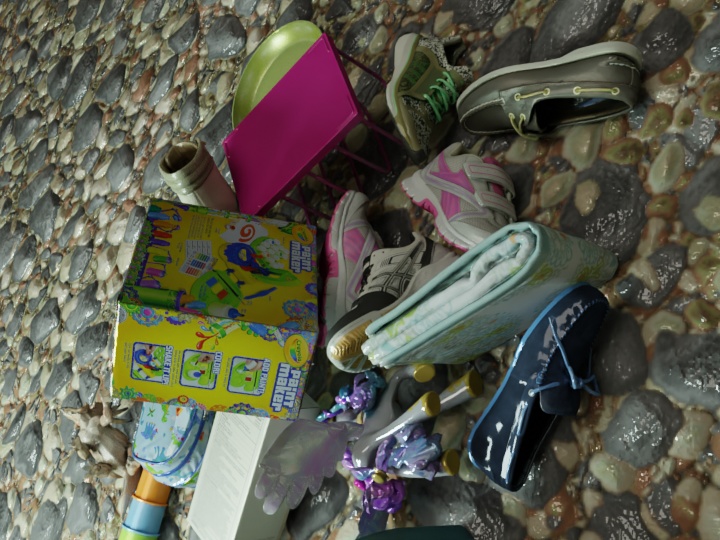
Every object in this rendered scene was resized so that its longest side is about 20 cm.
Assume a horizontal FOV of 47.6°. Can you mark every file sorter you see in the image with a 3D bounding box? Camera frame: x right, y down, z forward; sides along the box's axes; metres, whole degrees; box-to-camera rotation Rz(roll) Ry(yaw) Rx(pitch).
[{"bbox_3d":[-0.050,-0.151,1.002,0.200,0.125,0.140,-40,51,27],"label":"file sorter"}]

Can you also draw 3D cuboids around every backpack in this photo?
[{"bbox_3d":[-0.202,0.172,1.027,0.162,0.153,0.202,5,90,38],"label":"backpack"}]

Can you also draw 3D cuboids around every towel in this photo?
[{"bbox_3d":[0.116,0.027,0.736,0.199,0.170,0.049,-35,68,29],"label":"towel"}]

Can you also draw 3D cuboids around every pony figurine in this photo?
[{"bbox_3d":[0.013,0.180,0.814,0.199,0.167,0.194,-27,24,38],"label":"pony figurine"}]

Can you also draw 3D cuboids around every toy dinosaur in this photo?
[{"bbox_3d":[-0.354,0.253,1.165,0.085,0.136,0.201,-31,76,-14],"label":"toy dinosaur"}]

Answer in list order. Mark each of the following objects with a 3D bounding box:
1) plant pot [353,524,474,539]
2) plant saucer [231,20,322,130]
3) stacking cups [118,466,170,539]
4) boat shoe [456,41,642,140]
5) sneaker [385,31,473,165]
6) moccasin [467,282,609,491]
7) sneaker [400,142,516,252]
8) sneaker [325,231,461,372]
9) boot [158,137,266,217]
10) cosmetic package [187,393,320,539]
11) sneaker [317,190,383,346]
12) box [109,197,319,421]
[{"bbox_3d":[0.027,0.310,0.691,0.142,0.199,0.141,-55,45,12],"label":"plant pot"},{"bbox_3d":[-0.110,-0.259,1.172,0.199,0.031,0.202,-19,62,39],"label":"plant saucer"},{"bbox_3d":[-0.293,0.327,1.094,0.060,0.060,0.202,4,77,45],"label":"stacking cups"},{"bbox_3d":[0.182,-0.169,0.822,0.200,0.072,0.061,-10,62,37],"label":"boat shoe"},{"bbox_3d":[0.082,-0.206,0.921,0.088,0.077,0.202,-11,51,23],"label":"sneaker"},{"bbox_3d":[0.172,0.109,0.729,0.068,0.080,0.201,46,121,46],"label":"moccasin"},{"bbox_3d":[0.118,-0.071,0.836,0.088,0.081,0.200,-52,43,14],"label":"sneaker"},{"bbox_3d":[0.022,0.027,0.821,0.087,0.199,0.076,39,135,21],"label":"sneaker"},{"bbox_3d":[-0.187,-0.098,1.035,0.072,0.155,0.200,-31,24,4],"label":"boot"},{"bbox_3d":[-0.125,0.224,0.937,0.103,0.073,0.202,32,108,46],"label":"cosmetic package"},{"bbox_3d":[0.000,0.000,0.922,0.082,0.087,0.202,114,164,-57],"label":"sneaker"},{"bbox_3d":[-0.147,0.036,0.866,0.201,0.190,0.123,-95,17,-57],"label":"box"}]
